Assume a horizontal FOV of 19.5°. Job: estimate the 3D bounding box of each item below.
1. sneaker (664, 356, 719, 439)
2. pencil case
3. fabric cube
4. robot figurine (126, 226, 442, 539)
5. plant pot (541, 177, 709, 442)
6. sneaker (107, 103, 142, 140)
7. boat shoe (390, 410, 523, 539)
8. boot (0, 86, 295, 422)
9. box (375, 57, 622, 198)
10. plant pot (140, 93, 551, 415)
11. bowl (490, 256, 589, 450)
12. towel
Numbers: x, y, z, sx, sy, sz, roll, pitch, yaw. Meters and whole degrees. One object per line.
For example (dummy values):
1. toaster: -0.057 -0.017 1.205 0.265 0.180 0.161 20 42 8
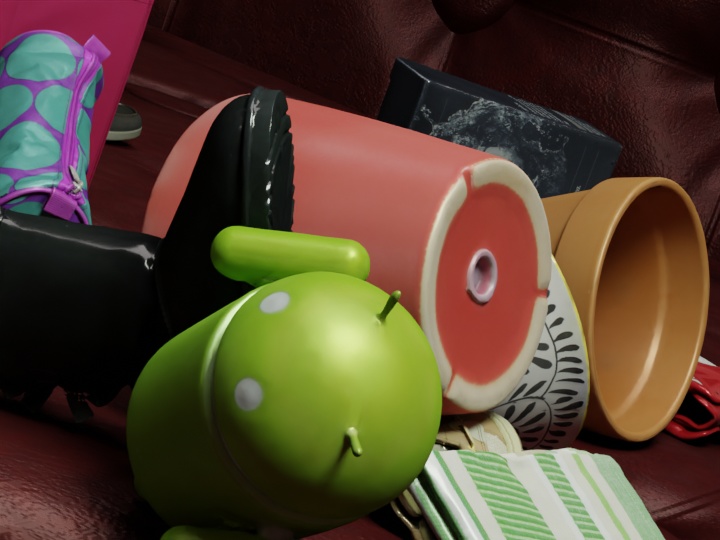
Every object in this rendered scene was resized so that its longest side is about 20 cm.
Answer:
1. sneaker: 0.315 0.121 1.731 0.199 0.079 0.116 8 18 3
2. pencil case: -0.222 -0.082 1.462 0.085 0.092 0.200 46 25 -34
3. fabric cube: -0.296 -0.162 1.633 0.199 0.200 0.196 16 9 -21
4. robot figurine: -0.037 0.069 0.990 0.115 0.176 0.200 21 -24 -22
5. plant pot: 0.164 0.025 1.620 0.140 0.201 0.200 5 0 33
6. sneaker: -0.300 -0.201 2.113 0.200 0.107 0.075 15 11 -27
7. boat shoe: 0.050 0.116 1.158 0.066 0.074 0.200 22 8 -19
8. boot: -0.117 -0.009 1.086 0.162 0.199 0.073 7 34 7
9. box: 0.100 -0.062 1.890 0.199 0.197 0.117 17 11 -17
10. plant pot: 0.000 0.000 1.200 0.177 0.201 0.200 6 0 34
11. bowl: 0.048 0.045 1.346 0.094 0.201 0.201 -23 33 -28
12. towel: 0.109 0.153 1.042 0.200 0.023 0.153 7 47 -57
